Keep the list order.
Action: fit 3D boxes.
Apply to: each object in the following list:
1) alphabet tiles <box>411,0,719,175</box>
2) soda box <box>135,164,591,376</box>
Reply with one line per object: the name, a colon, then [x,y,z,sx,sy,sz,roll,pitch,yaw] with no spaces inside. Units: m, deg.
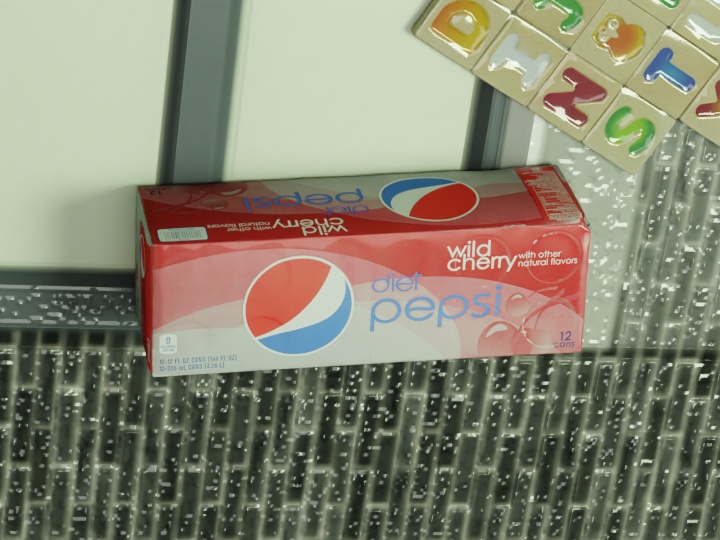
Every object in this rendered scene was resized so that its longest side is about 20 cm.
alphabet tiles: [0.122,-0.139,1.073,0.200,0.006,0.167,30,107,-24]
soda box: [0.000,0.000,1.084,0.200,0.063,0.070,-3,117,-10]
